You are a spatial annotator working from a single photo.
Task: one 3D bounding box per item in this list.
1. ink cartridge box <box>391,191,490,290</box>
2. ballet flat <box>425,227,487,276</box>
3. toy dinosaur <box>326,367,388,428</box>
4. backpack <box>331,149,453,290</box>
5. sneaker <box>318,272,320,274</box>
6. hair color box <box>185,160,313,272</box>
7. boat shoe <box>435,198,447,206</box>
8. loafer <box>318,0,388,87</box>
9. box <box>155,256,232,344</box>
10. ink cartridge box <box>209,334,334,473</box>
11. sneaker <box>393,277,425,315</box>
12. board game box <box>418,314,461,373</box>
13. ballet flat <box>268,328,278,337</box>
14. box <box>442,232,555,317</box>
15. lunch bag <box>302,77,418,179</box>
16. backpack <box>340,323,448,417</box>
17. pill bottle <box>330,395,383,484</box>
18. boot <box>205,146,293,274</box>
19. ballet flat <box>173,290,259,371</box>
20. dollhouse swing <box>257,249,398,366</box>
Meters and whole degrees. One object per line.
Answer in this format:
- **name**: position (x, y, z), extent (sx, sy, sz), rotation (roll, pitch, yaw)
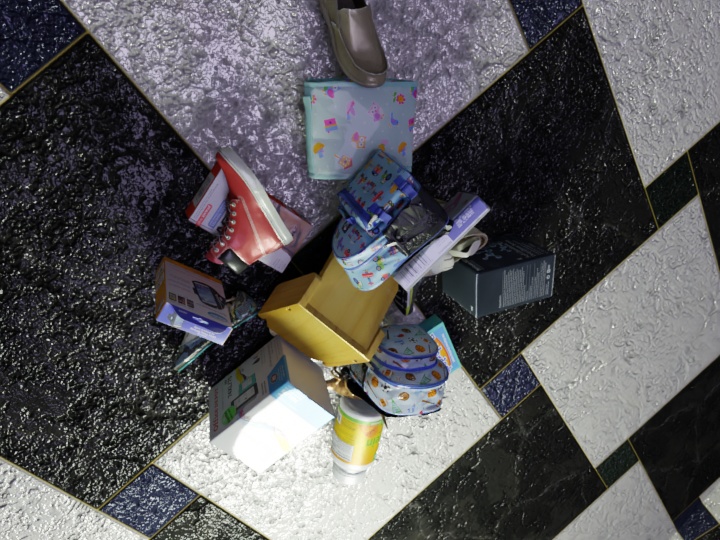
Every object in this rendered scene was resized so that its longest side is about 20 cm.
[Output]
- **ink cartridge box**: position (0.131, -0.062, 0.960), extent (0.043, 0.200, 0.196), rotation (43, 96, -9)
- **ballet flat**: position (0.186, -0.038, 1.086), extent (0.199, 0.062, 0.068), rotation (-32, 130, -26)
- **toy dinosaur**: position (-0.012, 0.262, 1.165), extent (0.198, 0.060, 0.107), rotation (20, 75, 10)
- **backpack**: position (0.026, -0.077, 0.878), extent (0.200, 0.183, 0.134), rotation (-44, 122, 12)
- **sneaker**: position (0.000, 0.000, 1.082), extent (0.199, 0.076, 0.091), rotation (-36, 128, 5)
- **hair color box**: position (-0.200, -0.094, 0.954), extent (0.199, 0.064, 0.111), rotation (31, 96, -32)
- **boat shoe**: position (0.159, -0.118, 1.087), extent (0.199, 0.068, 0.075), rotation (-4, 134, -46)
- **loafer**: position (-0.011, -0.392, 0.848), extent (0.075, 0.068, 0.201), rotation (-23, 84, -24)
- **box**: position (-0.288, 0.054, 0.899), extent (0.118, 0.200, 0.042), rotation (28, 105, -30)
- **ink cartridge box**: position (-0.182, 0.266, 1.048), extent (0.200, 0.147, 0.146), rotation (-39, 123, 8)
- **sneaker**: position (0.122, 0.005, 1.131), extent (0.080, 0.074, 0.202), rotation (-2, 114, -27)
- **board game box**: position (0.128, 0.219, 1.238), extent (0.199, 0.045, 0.153), rotation (-32, 120, -8)
- **ballet flat**: position (-0.094, 0.129, 1.098), extent (0.198, 0.057, 0.067), rotation (9, 108, -26)
- **box**: position (0.300, 0.005, 1.160), extent (0.198, 0.148, 0.108), rotation (-14, 116, -18)
- **lunch bag**: position (-0.009, -0.255, 0.933), extent (0.198, 0.122, 0.172), rotation (-11, 117, -25)
- **backpack**: position (0.088, 0.204, 1.071), extent (0.198, 0.191, 0.155), rotation (-8, 123, -25)
- **pill bottle**: position (-0.010, 0.388, 1.214), extent (0.110, 0.111, 0.202), rotation (3, 111, -24)
- **boot**: position (-0.218, -0.092, 0.872), extent (0.144, 0.072, 0.201), rotation (-32, 123, -7)
- **ballet flat**: position (-0.291, 0.110, 1.010), extent (0.199, 0.074, 0.075), rotation (-37, 121, -7)
- **dollhouse swing**: position (-0.054, 0.057, 1.028), extent (0.200, 0.181, 0.177), rotation (41, 52, -30)
